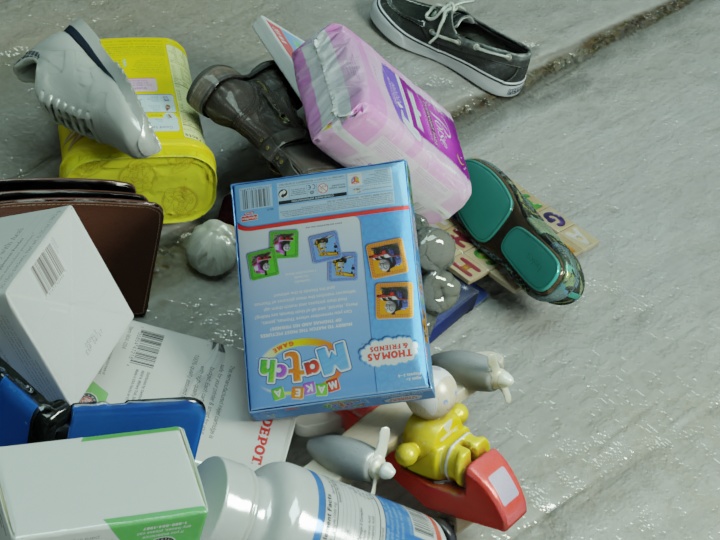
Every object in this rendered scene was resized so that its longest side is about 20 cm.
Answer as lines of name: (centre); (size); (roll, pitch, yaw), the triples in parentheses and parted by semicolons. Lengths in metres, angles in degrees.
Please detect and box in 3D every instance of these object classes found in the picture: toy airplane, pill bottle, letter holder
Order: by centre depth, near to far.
pill bottle: (-0.041, 0.214, 1.445); (0.200, 0.112, 0.112); (24, 37, -26)
toy airplane: (0.041, 0.128, 1.589); (0.199, 0.141, 0.200); (7, 43, -10)
letter holder: (-0.288, -0.039, 1.664); (0.200, 0.142, 0.101); (-3, 45, -20)

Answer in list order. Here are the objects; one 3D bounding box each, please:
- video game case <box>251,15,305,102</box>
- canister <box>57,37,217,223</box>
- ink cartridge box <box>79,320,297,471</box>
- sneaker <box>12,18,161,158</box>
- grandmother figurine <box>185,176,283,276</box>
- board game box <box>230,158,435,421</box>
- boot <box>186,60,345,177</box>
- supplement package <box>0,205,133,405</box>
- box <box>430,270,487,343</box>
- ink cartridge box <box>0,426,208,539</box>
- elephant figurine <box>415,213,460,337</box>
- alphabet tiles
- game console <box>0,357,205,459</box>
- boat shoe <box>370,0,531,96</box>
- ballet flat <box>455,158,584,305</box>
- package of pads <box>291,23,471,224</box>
video game case: (-0.016, -0.177, 1.913); (0.200, 0.017, 0.143); (25, 26, -49)
canister: (-0.226, -0.140, 1.833); (0.148, 0.087, 0.200); (-3, 43, -12)
ink cartridge box: (-0.158, 0.129, 1.566); (0.200, 0.084, 0.146); (15, 42, -1)
sneaker: (-0.253, -0.155, 1.741); (0.080, 0.076, 0.200); (-28, 44, -15)
grandmother figurine: (-0.087, -0.051, 1.811); (0.121, 0.061, 0.200); (15, 35, 42)
board game box: (-0.024, 0.016, 1.541); (0.151, 0.037, 0.200); (-8, 70, 6)
boot: (-0.064, -0.128, 1.819); (0.174, 0.069, 0.200); (40, 24, 19)
supplement package: (-0.312, 0.040, 1.519); (0.200, 0.120, 0.121); (-8, 34, 29)
box: (0.026, 0.027, 1.777); (0.121, 0.032, 0.200); (34, 43, 19)
ink cartridge box: (-0.205, 0.214, 1.373); (0.146, 0.200, 0.084); (-6, 49, -23)
elephant figurine: (0.000, 0.000, 1.674); (0.155, 0.142, 0.200); (25, 1, -21)
alphabet tiles: (0.126, -0.045, 1.883); (0.167, 0.008, 0.200); (37, 36, 21)
game console: (-0.231, 0.140, 1.444); (0.171, 0.200, 0.118); (38, 44, 24)
boat shoe: (0.102, -0.270, 2.096); (0.199, 0.068, 0.074); (35, 44, 20)
ballet flat: (0.155, -0.033, 1.832); (0.074, 0.074, 0.200); (-9, 45, -26)
package of pads: (0.022, -0.137, 1.784); (0.200, 0.076, 0.121); (35, 34, -46)
